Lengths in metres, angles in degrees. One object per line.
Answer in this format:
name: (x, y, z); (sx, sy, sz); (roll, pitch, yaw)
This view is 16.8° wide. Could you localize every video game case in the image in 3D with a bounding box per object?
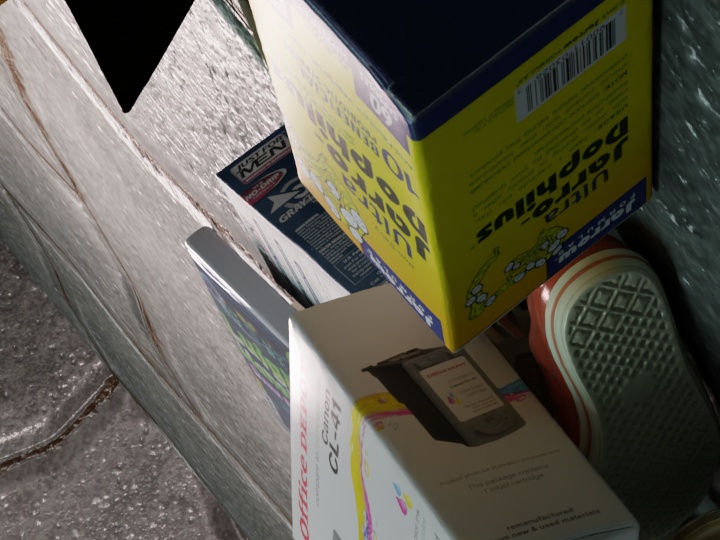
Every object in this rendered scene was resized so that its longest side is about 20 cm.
video game case: (-0.027, 0.083, 1.530); (0.200, 0.023, 0.182); (43, 163, 45)

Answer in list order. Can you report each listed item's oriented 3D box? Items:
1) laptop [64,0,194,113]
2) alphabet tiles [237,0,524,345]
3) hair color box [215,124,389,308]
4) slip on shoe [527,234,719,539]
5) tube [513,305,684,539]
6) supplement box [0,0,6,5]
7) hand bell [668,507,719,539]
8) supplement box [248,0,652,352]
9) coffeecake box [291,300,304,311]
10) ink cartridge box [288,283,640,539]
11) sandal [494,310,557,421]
laptop: (-0.150, -0.194, 1.079); (0.200, 0.116, 0.188); (23, 145, 51)
alphabet tiles: (0.009, -0.050, 1.167); (0.166, 0.006, 0.200); (41, -165, -36)
hair color box: (0.000, 0.000, 1.437); (0.200, 0.060, 0.100); (41, 163, 48)
slip on shoe: (0.115, 0.054, 1.101); (0.061, 0.074, 0.201); (56, 171, 46)
tube: (0.100, 0.078, 1.282); (0.200, 0.052, 0.058); (54, 169, -6)
supplement box: (-0.335, -0.242, 1.734); (0.133, 0.197, 0.200); (52, 170, 5)
hand bell: (0.175, 0.155, 1.169); (0.104, 0.104, 0.200); (53, -179, 1)
supplement box: (0.036, -0.075, 0.911); (0.109, 0.109, 0.200); (48, 169, 23)
coffeecake box: (0.034, 0.112, 1.615); (0.201, 0.073, 0.153); (59, 169, -22)
ink cartridge box: (0.041, 0.120, 1.123); (0.200, 0.085, 0.148); (-130, 32, -48)
sandal: (0.102, 0.109, 1.197); (0.057, 0.079, 0.202); (128, 129, -59)
